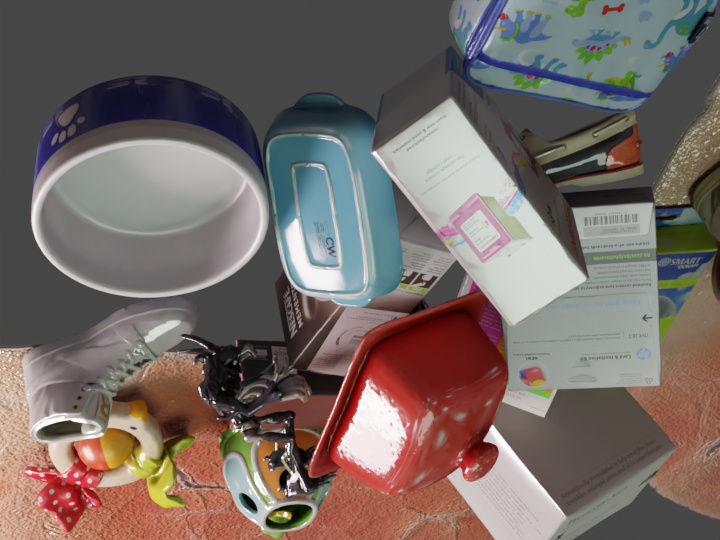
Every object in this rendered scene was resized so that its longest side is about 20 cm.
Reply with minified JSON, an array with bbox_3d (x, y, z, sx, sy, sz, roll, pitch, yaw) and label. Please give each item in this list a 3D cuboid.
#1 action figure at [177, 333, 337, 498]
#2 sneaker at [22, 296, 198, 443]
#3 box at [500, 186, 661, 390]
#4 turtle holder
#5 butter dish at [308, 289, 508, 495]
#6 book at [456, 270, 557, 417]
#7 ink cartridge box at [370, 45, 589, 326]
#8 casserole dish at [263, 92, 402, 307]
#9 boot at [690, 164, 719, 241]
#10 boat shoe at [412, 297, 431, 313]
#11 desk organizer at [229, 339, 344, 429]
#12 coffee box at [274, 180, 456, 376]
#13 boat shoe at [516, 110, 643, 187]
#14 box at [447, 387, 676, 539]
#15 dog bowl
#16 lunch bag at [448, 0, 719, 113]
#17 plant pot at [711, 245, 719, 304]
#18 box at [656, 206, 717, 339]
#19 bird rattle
[{"bbox_3d":[-0.099,0.130,1.146,0.102,0.119,0.201,-33,113,1],"label":"action figure"},{"bbox_3d":[-0.250,0.110,1.146,0.199,0.116,0.074,-24,140,8],"label":"sneaker"},{"bbox_3d":[0.213,0.022,1.102,0.154,0.041,0.202,-4,115,13],"label":"box"},{"bbox_3d":[-0.106,0.245,1.345,0.140,0.133,0.185,16,134,-36],"label":"turtle holder"},{"bbox_3d":[0.073,0.144,1.096,0.198,0.148,0.201,-15,138,-44],"label":"butter dish"},{"bbox_3d":[0.164,0.045,1.168,0.132,0.048,0.201,18,123,0],"label":"book"},{"bbox_3d":[0.104,-0.073,0.962,0.084,0.145,0.200,-32,110,19],"label":"ink cartridge box"},{"bbox_3d":[-0.030,-0.053,0.989,0.120,0.039,0.202,4,115,30],"label":"casserole dish"},{"bbox_3d":[0.441,-0.075,1.129,0.072,0.156,0.200,19,129,-36],"label":"boot"},{"bbox_3d":[0.063,0.071,1.239,0.198,0.075,0.093,11,142,-30],"label":"boat shoe"},{"bbox_3d":[-0.051,0.133,1.280,0.198,0.072,0.077,4,141,-23],"label":"desk organizer"},{"bbox_3d":[0.000,0.000,1.101,0.079,0.114,0.200,12,133,-30],"label":"coffee box"},{"bbox_3d":[0.170,-0.106,1.073,0.198,0.071,0.063,-10,103,5],"label":"boat shoe"},{"bbox_3d":[0.217,0.203,1.313,0.198,0.200,0.131,-21,149,-34],"label":"box"},{"bbox_3d":[-0.180,-0.068,0.971,0.198,0.079,0.201,-6,142,-5],"label":"dog bowl"},{"bbox_3d":[0.184,-0.213,0.934,0.198,0.083,0.161,8,139,-26],"label":"lunch bag"},{"bbox_3d":[0.502,0.018,1.254,0.178,0.201,0.200,25,129,-19],"label":"plant pot"},{"bbox_3d":[0.319,0.013,1.283,0.121,0.048,0.201,-4,141,-15],"label":"box"},{"bbox_3d":[-0.294,0.209,1.298,0.198,0.113,0.164,-3,130,5],"label":"bird rattle"}]
